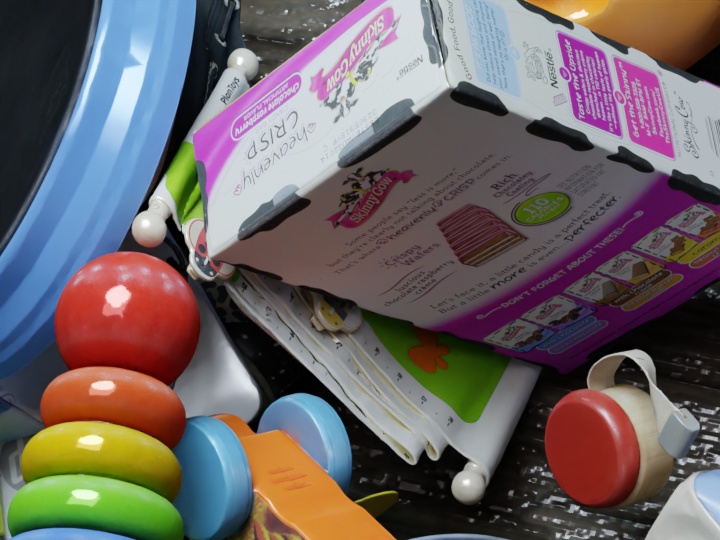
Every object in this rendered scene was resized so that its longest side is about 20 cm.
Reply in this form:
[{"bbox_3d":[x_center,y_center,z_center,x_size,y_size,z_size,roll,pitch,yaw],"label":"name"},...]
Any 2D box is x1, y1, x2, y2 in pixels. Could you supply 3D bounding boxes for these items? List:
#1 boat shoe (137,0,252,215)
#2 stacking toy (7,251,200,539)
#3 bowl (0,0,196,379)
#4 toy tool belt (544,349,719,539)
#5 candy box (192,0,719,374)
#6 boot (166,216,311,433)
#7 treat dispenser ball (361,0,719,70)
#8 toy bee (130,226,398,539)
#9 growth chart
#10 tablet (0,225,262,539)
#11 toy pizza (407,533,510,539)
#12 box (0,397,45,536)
[{"bbox_3d":[-0.074,-0.080,1.238,0.075,0.066,0.200,-49,26,24],"label":"boat shoe"},{"bbox_3d":[-0.095,0.086,1.052,0.085,0.085,0.201,0,66,15],"label":"stacking toy"},{"bbox_3d":[-0.134,-0.056,1.188,0.201,0.039,0.202,-43,35,41],"label":"bowl"},{"bbox_3d":[0.172,0.110,1.117,0.122,0.125,0.200,-13,49,-39],"label":"toy tool belt"},{"bbox_3d":[0.054,-0.035,1.133,0.136,0.199,0.061,-33,53,36],"label":"candy box"},{"bbox_3d":[-0.055,-0.038,1.287,0.153,0.074,0.204,-37,61,-12],"label":"boot"},{"bbox_3d":[0.084,-0.169,1.253,0.199,0.201,0.202,-7,56,11],"label":"treat dispenser ball"},{"bbox_3d":[-0.047,0.092,1.149,0.130,0.109,0.201,6,40,-23],"label":"toy bee"},{"bbox_3d":[0.000,0.000,1.176,0.018,0.200,0.145,-33,25,37],"label":"growth chart"},{"bbox_3d":[-0.145,0.062,1.232,0.200,0.014,0.131,-37,67,13],"label":"tablet"},{"bbox_3d":[0.021,0.191,1.061,0.200,0.201,0.032,-42,24,-13],"label":"toy pizza"},{"bbox_3d":[-0.238,0.091,1.184,0.199,0.122,0.048,-14,69,15],"label":"box"}]
